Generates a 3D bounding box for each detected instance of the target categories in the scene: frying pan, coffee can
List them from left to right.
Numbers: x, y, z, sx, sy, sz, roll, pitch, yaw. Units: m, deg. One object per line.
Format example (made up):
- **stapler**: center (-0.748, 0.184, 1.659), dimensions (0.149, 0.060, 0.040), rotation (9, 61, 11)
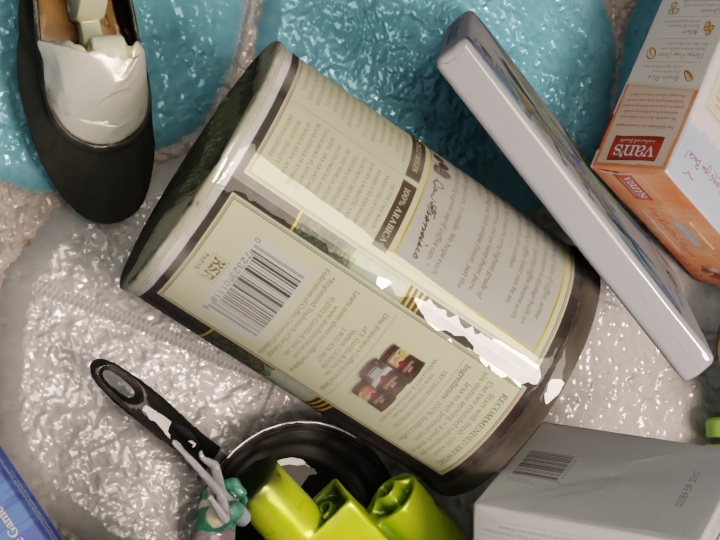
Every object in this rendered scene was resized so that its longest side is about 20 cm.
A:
- **frying pan**: center (-0.066, 0.126, 0.813), dimensions (0.188, 0.031, 0.116), rotation (17, 79, -17)
- **coffee can**: center (0.000, 0.000, 0.794), dimensions (0.199, 0.146, 0.147), rotation (34, 73, -13)

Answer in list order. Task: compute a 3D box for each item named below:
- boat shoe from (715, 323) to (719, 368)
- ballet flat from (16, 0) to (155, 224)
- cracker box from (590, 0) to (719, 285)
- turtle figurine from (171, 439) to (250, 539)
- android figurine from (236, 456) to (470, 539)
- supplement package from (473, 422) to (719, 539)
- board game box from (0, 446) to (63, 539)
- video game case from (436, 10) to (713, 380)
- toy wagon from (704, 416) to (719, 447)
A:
- **boat shoe**: center (0.266, 0.109, 0.877), dimensions (0.074, 0.066, 0.201), rotation (-29, 92, -21)
- **ballet flat**: center (-0.144, -0.126, 0.799), dimensions (0.067, 0.068, 0.202), rotation (-11, 87, -22)
- **cracker box**: center (0.222, -0.108, 0.912), dimensions (0.134, 0.057, 0.201), rotation (40, 68, -40)
- **turtle figurine**: center (-0.046, 0.155, 0.680), dimensions (0.199, 0.150, 0.101), rotation (27, 103, -32)
- **android figurine**: center (-0.017, 0.191, 0.793), dimensions (0.182, 0.041, 0.200), rotation (-43, 113, -2)
- **supplement package**: center (0.123, 0.195, 0.778), dimensions (0.114, 0.109, 0.202), rotation (-32, 125, -61)
- **board game box**: center (-0.234, 0.151, 0.694), dimensions (0.198, 0.043, 0.201), rotation (-36, 81, -5)
- **video game case**: center (0.111, -0.048, 0.832), dimensions (0.022, 0.182, 0.200), rotation (-38, 98, 12)
- **toy wagon**: center (0.226, 0.164, 0.914), dimensions (0.198, 0.040, 0.157), rotation (4, 81, -19)
